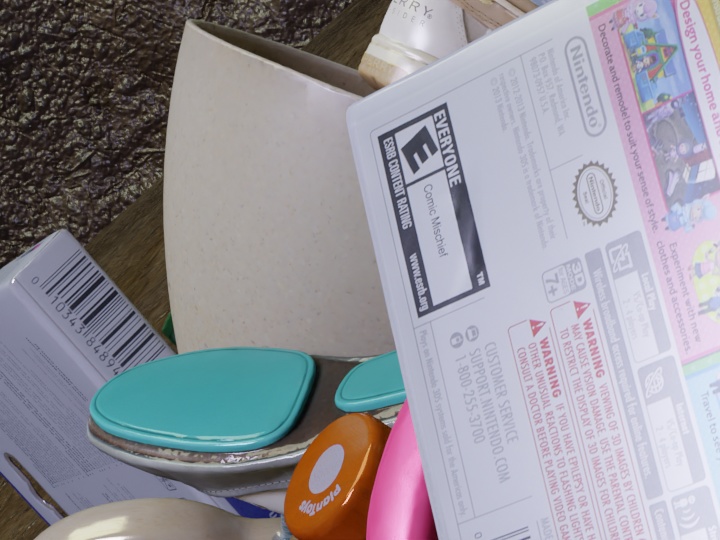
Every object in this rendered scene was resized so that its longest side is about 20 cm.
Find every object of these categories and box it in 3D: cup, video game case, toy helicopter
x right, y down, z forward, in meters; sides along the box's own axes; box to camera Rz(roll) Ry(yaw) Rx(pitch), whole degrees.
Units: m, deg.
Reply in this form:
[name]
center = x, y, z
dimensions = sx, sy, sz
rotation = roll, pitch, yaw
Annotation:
[cup]
center = 0.000, 0.000, 0.895
dimensions = 0.200, 0.199, 0.144
rotation = -121, 51, -80
[video game case]
center = 0.090, 0.017, 0.519
dimensions = 0.181, 0.202, 0.022
rotation = -25, -24, 31
[toy helicopter]
center = -0.030, 0.146, 0.743
dimensions = 0.200, 0.079, 0.133
rotation = -34, 33, 39

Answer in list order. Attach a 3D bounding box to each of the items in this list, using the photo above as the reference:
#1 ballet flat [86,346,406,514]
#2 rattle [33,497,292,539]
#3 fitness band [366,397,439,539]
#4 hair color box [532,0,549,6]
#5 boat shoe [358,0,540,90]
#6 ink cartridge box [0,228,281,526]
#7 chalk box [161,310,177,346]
[ballet flat]
center = -0.006, 0.061, 0.783
dimensions = 0.199, 0.064, 0.068
rotation = -9, 29, 26
[rattle]
center = -0.054, 0.149, 0.833
dimensions = 0.199, 0.131, 0.143
rotation = -20, 24, 23
[fitness band]
center = 0.087, 0.052, 0.551
dimensions = 0.200, 0.144, 0.037
rotation = -41, -30, 23
[hair color box]
center = 0.130, -0.151, 1.142
dimensions = 0.099, 0.061, 0.201
rotation = -16, -38, -54
[boat shoe]
center = 0.096, -0.075, 0.864
dimensions = 0.074, 0.199, 0.070
rotation = 32, 104, 56
[ink cartridge box]
center = -0.111, 0.083, 1.009
dimensions = 0.043, 0.197, 0.200
rotation = -46, 11, -24
[chalk box]
center = -0.009, 0.015, 1.040
dimensions = 0.200, 0.124, 0.125
rotation = -48, -1, -23
